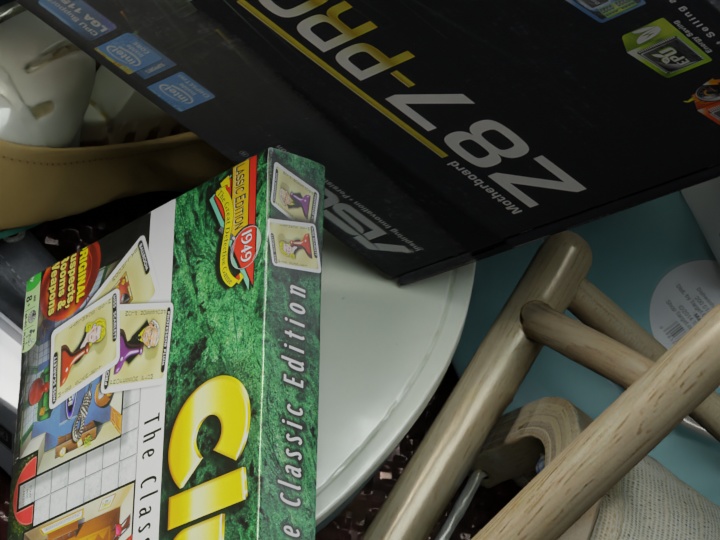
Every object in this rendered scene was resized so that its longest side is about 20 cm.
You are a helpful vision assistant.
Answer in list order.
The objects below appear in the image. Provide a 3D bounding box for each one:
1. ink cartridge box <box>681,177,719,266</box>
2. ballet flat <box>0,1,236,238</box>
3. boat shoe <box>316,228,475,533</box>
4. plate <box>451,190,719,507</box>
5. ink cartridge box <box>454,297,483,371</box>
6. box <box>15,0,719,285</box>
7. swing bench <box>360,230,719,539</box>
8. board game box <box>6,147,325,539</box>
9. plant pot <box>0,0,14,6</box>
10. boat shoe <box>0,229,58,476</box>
[{"bbox_3d":[0.136,-0.118,0.835,0.146,0.083,0.200,-19,71,-17],"label":"ink cartridge box"},{"bbox_3d":[-0.079,-0.051,0.792,0.200,0.063,0.069,-10,46,-48],"label":"ballet flat"},{"bbox_3d":[0.000,0.000,0.787,0.073,0.062,0.200,16,61,9],"label":"boat shoe"},{"bbox_3d":[0.118,-0.005,0.843,0.200,0.026,0.200,6,65,-12],"label":"plate"},{"bbox_3d":[0.111,-0.023,0.886,0.200,0.043,0.198,26,63,-3],"label":"ink cartridge box"},{"bbox_3d":[-0.003,-0.083,0.656,0.200,0.161,0.049,37,57,-28],"label":"box"},{"bbox_3d":[0.079,0.133,0.735,0.199,0.130,0.200,40,86,-19],"label":"swing bench"},{"bbox_3d":[-0.051,0.077,0.689,0.023,0.105,0.200,25,54,-38],"label":"board game box"},{"bbox_3d":[-0.126,-0.162,0.799,0.200,0.196,0.197,20,64,-20],"label":"plant pot"},{"bbox_3d":[-0.075,0.031,0.801,0.200,0.070,0.066,38,65,9],"label":"boat shoe"}]
